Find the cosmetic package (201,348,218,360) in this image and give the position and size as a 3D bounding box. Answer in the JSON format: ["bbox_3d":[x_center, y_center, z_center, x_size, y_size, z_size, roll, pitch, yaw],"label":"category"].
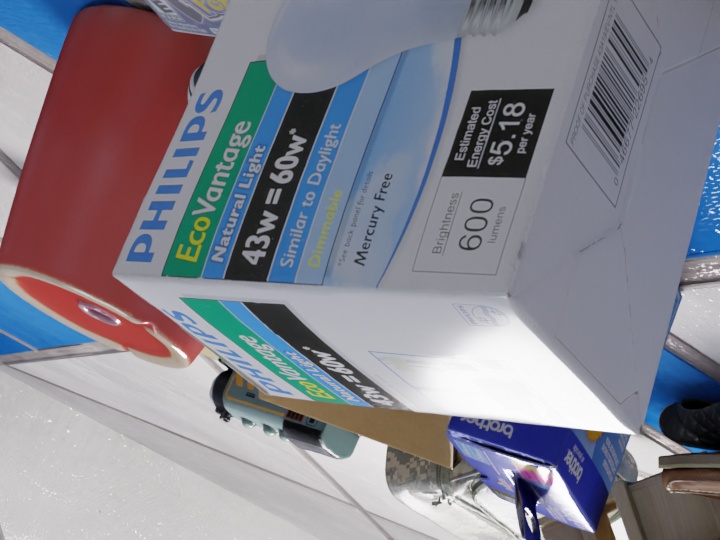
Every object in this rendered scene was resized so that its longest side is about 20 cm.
[{"bbox_3d":[-0.214,0.008,1.477,0.199,0.071,0.105,24,164,4],"label":"cosmetic package"}]

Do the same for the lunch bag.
[{"bbox_3d":[0.137,0.159,1.330,0.167,0.140,0.200,-8,150,31],"label":"lunch bag"}]

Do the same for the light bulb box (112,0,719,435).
[{"bbox_3d":[0.032,-0.050,0.648,0.199,0.199,0.125,2,152,37],"label":"light bulb box"}]

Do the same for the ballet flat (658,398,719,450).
[{"bbox_3d":[0.274,0.103,1.112,0.066,0.057,0.200,0,174,-12],"label":"ballet flat"}]

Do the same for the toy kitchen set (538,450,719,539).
[{"bbox_3d":[0.247,0.258,1.212,0.162,0.182,0.200,-23,161,18],"label":"toy kitchen set"}]

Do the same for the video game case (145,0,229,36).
[{"bbox_3d":[-0.069,-0.170,0.776,0.199,0.023,0.182,14,161,35],"label":"video game case"}]

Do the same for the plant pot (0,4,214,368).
[{"bbox_3d":[-0.137,-0.045,0.998,0.199,0.178,0.201,23,164,7],"label":"plant pot"}]

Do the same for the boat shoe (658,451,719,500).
[{"bbox_3d":[0.310,0.165,1.071,0.198,0.069,0.072,3,177,12],"label":"boat shoe"}]

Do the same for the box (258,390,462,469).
[{"bbox_3d":[-0.003,0.063,1.247,0.199,0.021,0.165,17,122,28],"label":"box"}]

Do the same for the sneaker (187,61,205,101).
[{"bbox_3d":[-0.015,-0.091,0.856,0.199,0.078,0.080,31,132,27],"label":"sneaker"}]

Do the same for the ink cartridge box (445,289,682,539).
[{"bbox_3d":[0.122,0.069,0.922,0.076,0.201,0.137,17,163,26],"label":"ink cartridge box"}]

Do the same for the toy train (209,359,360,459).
[{"bbox_3d":[-0.067,0.115,1.518,0.199,0.115,0.085,13,160,37],"label":"toy train"}]
